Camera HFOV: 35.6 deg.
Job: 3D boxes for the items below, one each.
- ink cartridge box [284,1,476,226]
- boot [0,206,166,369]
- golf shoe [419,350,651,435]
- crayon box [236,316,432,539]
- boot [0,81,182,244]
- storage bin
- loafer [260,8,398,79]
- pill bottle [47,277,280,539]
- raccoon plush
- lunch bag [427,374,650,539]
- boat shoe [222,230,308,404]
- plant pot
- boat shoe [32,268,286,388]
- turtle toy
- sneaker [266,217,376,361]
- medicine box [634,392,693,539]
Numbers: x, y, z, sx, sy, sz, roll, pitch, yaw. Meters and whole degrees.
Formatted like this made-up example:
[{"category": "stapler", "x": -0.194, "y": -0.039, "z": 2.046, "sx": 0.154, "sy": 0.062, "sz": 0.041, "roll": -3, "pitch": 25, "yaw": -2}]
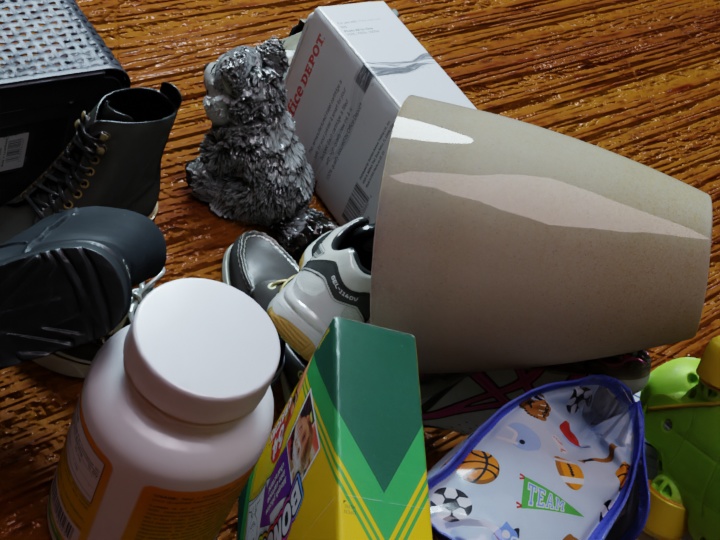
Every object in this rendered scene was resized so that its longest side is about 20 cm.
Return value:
[{"category": "ink cartridge box", "x": 0.020, "y": -0.115, "z": 0.974, "sx": 0.084, "sy": 0.146, "sz": 0.200, "roll": -16, "pitch": 59, "yaw": -36}, {"category": "boot", "x": -0.220, "y": 0.016, "z": 0.669, "sx": 0.199, "sy": 0.077, "sz": 0.168, "roll": -14, "pitch": 9, "yaw": -2}, {"category": "golf shoe", "x": 0.114, "y": 0.084, "z": 0.825, "sx": 0.199, "sy": 0.093, "sz": 0.073, "roll": -3, "pitch": 22, "yaw": 22}, {"category": "crayon box", "x": -0.024, "y": 0.158, "z": 0.658, "sx": 0.058, "sy": 0.200, "sz": 0.173, "roll": 14, "pitch": 45, "yaw": -15}, {"category": "boot", "x": -0.222, "y": -0.061, "z": 0.805, "sx": 0.077, "sy": 0.139, "sz": 0.200, "roll": 42, "pitch": 46, "yaw": 13}, {"category": "storage bin", "x": -0.286, "y": -0.115, "z": 0.824, "sx": 0.199, "sy": 0.135, "sz": 0.094, "roll": -17, "pitch": 59, "yaw": -37}, {"category": "loafer", "x": -0.035, "y": -0.225, "z": 1.101, "sx": 0.070, "sy": 0.075, "sz": 0.200, "roll": 44, "pitch": 45, "yaw": 9}, {"category": "pill bottle", "x": -0.116, "y": 0.098, "z": 0.666, "sx": 0.111, "sy": 0.200, "sz": 0.111, "roll": 14, "pitch": 45, "yaw": -15}, {"category": "raccoon plush", "x": -0.055, "y": -0.102, "z": 0.931, "sx": 0.199, "sy": 0.134, "sz": 0.097, "roll": 30, "pitch": 42, "yaw": 1}, {"category": "lunch bag", "x": 0.094, "y": 0.169, "z": 0.730, "sx": 0.124, "sy": 0.170, "sz": 0.200, "roll": 41, "pitch": 44, "yaw": 11}, {"category": "boat shoe", "x": -0.045, "y": 0.041, "z": 0.858, "sx": 0.071, "sy": 0.061, "sz": 0.202, "roll": -10, "pitch": 56, "yaw": -33}, {"category": "plant pot", "x": 0.122, "y": -0.012, "z": 0.737, "sx": 0.199, "sy": 0.188, "sz": 0.188, "roll": 7, "pitch": 42, "yaw": 12}, {"category": "boat shoe", "x": -0.150, "y": 0.039, "z": 0.785, "sx": 0.198, "sy": 0.068, "sz": 0.074, "roll": 15, "pitch": 48, "yaw": 1}, {"category": "turtle toy", "x": 0.251, "y": 0.120, "z": 0.732, "sx": 0.101, "sy": 0.146, "sz": 0.200, "roll": 10, "pitch": 19, "yaw": -34}, {"category": "sneaker", "x": 0.000, "y": 0.000, "z": 0.817, "sx": 0.076, "sy": 0.088, "sz": 0.200, "roll": 42, "pitch": 18, "yaw": -7}, {"category": "medicine box", "x": 0.240, "y": 0.206, "z": 0.820, "sx": 0.182, "sy": 0.103, "sz": 0.200, "roll": 25, "pitch": 44, "yaw": -4}]
